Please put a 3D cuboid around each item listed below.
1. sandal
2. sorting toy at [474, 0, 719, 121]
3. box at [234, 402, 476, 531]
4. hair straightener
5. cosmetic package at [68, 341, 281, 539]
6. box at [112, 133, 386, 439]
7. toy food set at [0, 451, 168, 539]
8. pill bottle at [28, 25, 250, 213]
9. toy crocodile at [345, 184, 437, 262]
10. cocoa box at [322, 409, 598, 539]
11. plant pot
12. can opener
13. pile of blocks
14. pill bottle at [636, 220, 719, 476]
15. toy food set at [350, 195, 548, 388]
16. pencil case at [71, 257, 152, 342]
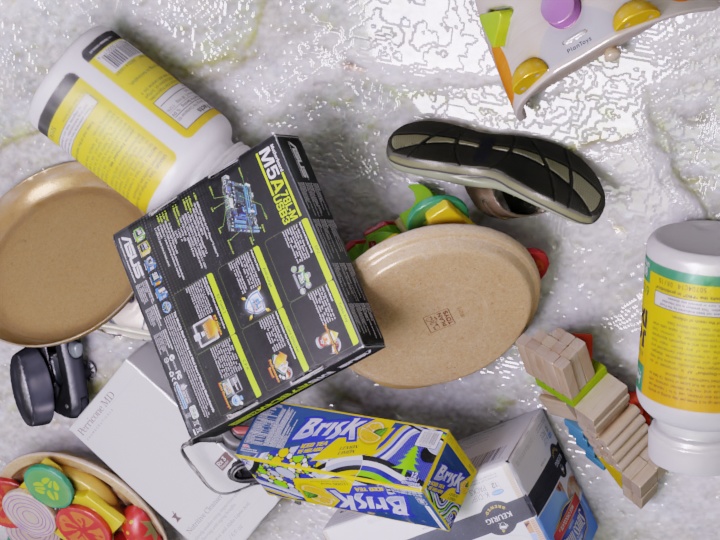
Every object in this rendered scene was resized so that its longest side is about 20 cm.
[{"bbox_3d":[0.119,-0.079,1.628,0.201,0.080,0.057,17,129,20],"label":"sandal"},{"bbox_3d":[0.162,-0.251,1.552,0.200,0.107,0.180,-29,77,24],"label":"sorting toy"},{"bbox_3d":[-0.005,0.168,1.626,0.200,0.064,0.070,7,147,35],"label":"box"},{"bbox_3d":[-0.067,0.177,1.725,0.200,0.041,0.077,3,70,-14],"label":"hair straightener"},{"bbox_3d":[-0.165,0.170,1.794,0.200,0.081,0.113,40,117,2],"label":"cosmetic package"},{"bbox_3d":[-0.098,0.015,1.586,0.193,0.047,0.200,-29,76,24],"label":"box"},{"bbox_3d":[-0.281,0.257,1.849,0.198,0.049,0.200,38,136,-6],"label":"toy food set"},{"bbox_3d":[-0.189,-0.119,1.689,0.200,0.114,0.114,38,115,4],"label":"pill bottle"},{"bbox_3d":[0.000,0.000,1.692,0.200,0.067,0.062,-41,72,23],"label":"toy crocodile"},{"bbox_3d":[0.093,0.236,1.700,0.200,0.133,0.131,-24,98,23],"label":"cocoa box"},{"bbox_3d":[-0.276,-0.012,1.738,0.200,0.200,0.027,-2,150,19],"label":"plant pot"},{"bbox_3d":[-0.299,0.050,1.812,0.063,0.079,0.200,0,99,27],"label":"can opener"},{"bbox_3d":[0.215,0.119,1.666,0.200,0.062,0.082,55,161,-23],"label":"pile of blocks"},{"bbox_3d":[0.293,0.067,1.589,0.113,0.113,0.200,7,110,16],"label":"pill bottle"},{"bbox_3d":[0.065,0.027,1.630,0.198,0.049,0.200,-33,133,18],"label":"toy food set"},{"bbox_3d":[-0.173,0.039,1.750,0.200,0.090,0.078,10,154,15],"label":"pencil case"}]
